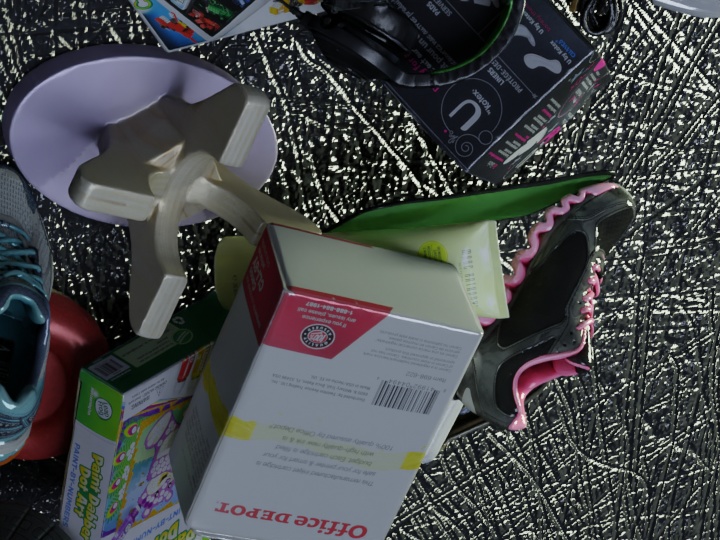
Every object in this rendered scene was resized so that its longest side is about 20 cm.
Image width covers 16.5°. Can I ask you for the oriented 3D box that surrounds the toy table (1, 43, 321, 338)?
[{"bbox_3d":[-0.127,-0.062,1.631,0.199,0.117,0.185,0,123,-29],"label":"toy table"}]

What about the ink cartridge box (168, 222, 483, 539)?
[{"bbox_3d":[-0.027,0.084,1.649,0.144,0.084,0.201,12,120,-22],"label":"ink cartridge box"}]

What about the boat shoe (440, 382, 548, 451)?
[{"bbox_3d":[0.049,0.105,1.881,0.201,0.060,0.072,-27,133,-9],"label":"boat shoe"}]

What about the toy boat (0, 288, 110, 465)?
[{"bbox_3d":[-0.255,0.082,1.653,0.199,0.131,0.131,6,120,-31],"label":"toy boat"}]

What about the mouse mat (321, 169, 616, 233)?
[{"bbox_3d":[0.064,-0.042,1.745,0.199,0.161,0.008,-8,83,-23],"label":"mouse mat"}]

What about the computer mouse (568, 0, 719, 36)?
[{"bbox_3d":[0.245,-0.216,1.771,0.199,0.044,0.110,-2,122,-27],"label":"computer mouse"}]

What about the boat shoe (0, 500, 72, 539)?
[{"bbox_3d":[-0.261,0.199,1.702,0.074,0.201,0.065,-47,148,-38],"label":"boat shoe"}]

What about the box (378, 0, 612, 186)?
[{"bbox_3d":[0.076,-0.141,1.615,0.115,0.132,0.200,-44,174,5],"label":"box"}]

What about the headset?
[{"bbox_3d":[0.001,-0.173,1.476,0.198,0.094,0.124,2,91,-3],"label":"headset"}]

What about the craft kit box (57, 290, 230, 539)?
[{"bbox_3d":[-0.133,0.122,1.745,0.200,0.048,0.198,-32,144,-49],"label":"craft kit box"}]

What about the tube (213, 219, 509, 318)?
[{"bbox_3d":[0.000,0.000,1.690,0.199,0.052,0.058,0,163,14],"label":"tube"}]

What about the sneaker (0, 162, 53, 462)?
[{"bbox_3d":[-0.223,0.017,1.587,0.077,0.201,0.086,7,155,-23],"label":"sneaker"}]

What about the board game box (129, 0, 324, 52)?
[{"bbox_3d":[-0.101,-0.213,1.527,0.125,0.035,0.200,-13,149,14],"label":"board game box"}]

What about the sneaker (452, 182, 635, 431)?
[{"bbox_3d":[0.136,0.030,1.721,0.200,0.095,0.079,-49,153,-10],"label":"sneaker"}]

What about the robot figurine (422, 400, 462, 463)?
[{"bbox_3d":[0.009,0.080,1.793,0.169,0.113,0.201,30,92,-35],"label":"robot figurine"}]
